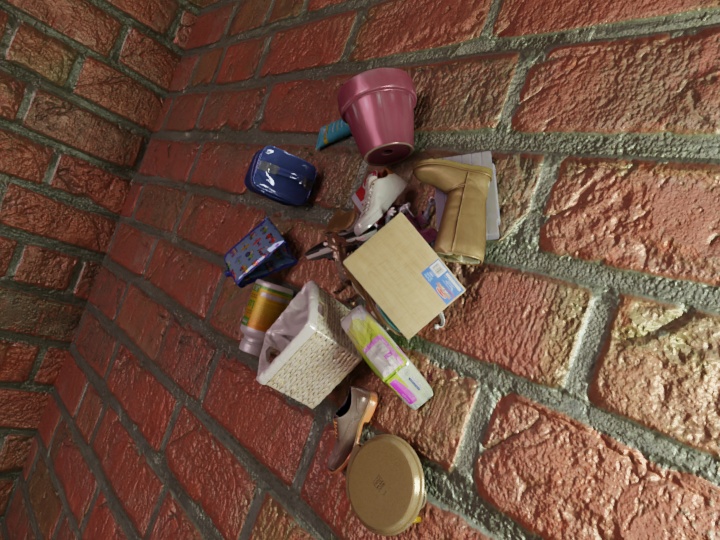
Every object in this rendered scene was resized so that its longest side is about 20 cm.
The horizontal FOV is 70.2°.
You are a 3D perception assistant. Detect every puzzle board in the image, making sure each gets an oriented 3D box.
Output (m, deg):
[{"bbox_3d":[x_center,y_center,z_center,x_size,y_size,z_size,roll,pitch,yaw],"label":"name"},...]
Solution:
[{"bbox_3d":[0.085,0.011,0.998,0.151,0.200,0.017,-40,3,-1],"label":"puzzle board"}]

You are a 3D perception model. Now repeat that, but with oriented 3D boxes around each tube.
[{"bbox_3d":[-0.065,-0.416,1.514,0.200,0.050,0.078,-7,61,49],"label":"tube"}]

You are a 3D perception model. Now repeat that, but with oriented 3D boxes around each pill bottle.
[{"bbox_3d":[-0.270,0.134,1.438,0.111,0.111,0.201,13,83,47],"label":"pill bottle"}]

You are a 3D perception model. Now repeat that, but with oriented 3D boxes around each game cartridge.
[{"bbox_3d":[0.223,-0.153,1.081,0.129,0.038,0.201,-4,68,12],"label":"game cartridge"}]

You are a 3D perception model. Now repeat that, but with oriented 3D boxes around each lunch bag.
[{"bbox_3d":[-0.227,-0.271,1.509,0.132,0.200,0.136,15,86,66],"label":"lunch bag"},{"bbox_3d":[-0.312,-0.040,1.503,0.200,0.094,0.151,-32,45,-9],"label":"lunch bag"}]

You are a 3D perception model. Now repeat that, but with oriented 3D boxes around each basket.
[{"bbox_3d":[-0.114,0.170,1.189,0.200,0.161,0.198,-49,20,20],"label":"basket"}]

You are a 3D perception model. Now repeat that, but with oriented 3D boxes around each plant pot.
[{"bbox_3d":[0.053,-0.369,1.278,0.200,0.200,0.180,-20,76,39],"label":"plant pot"}]

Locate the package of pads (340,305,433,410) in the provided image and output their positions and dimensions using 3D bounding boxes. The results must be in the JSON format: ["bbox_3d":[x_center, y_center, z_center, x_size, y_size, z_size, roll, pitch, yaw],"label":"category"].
[{"bbox_3d":[0.050,0.176,1.058,0.068,0.155,0.200,-40,45,-2],"label":"package of pads"}]

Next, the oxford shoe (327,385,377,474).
[{"bbox_3d":[-0.036,0.347,1.128,0.200,0.073,0.071,-66,19,-4],"label":"oxford shoe"}]

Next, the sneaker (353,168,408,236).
[{"bbox_3d":[0.026,-0.160,1.183,0.200,0.085,0.073,-53,7,-34],"label":"sneaker"}]

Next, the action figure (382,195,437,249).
[{"bbox_3d":[0.120,-0.083,1.168,0.200,0.134,0.149,-112,19,-48],"label":"action figure"}]

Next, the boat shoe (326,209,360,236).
[{"bbox_3d":[-0.033,-0.114,1.335,0.071,0.069,0.200,-63,21,-2],"label":"boat shoe"}]

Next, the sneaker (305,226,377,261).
[{"bbox_3d":[-0.030,-0.025,1.253,0.199,0.121,0.084,-15,18,26],"label":"sneaker"}]

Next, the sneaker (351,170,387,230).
[{"bbox_3d":[0.052,-0.175,1.271,0.113,0.071,0.200,-54,42,19],"label":"sneaker"}]

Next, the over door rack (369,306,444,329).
[{"bbox_3d":[0.079,0.039,1.083,0.147,0.067,0.200,-5,114,43],"label":"over door rack"}]

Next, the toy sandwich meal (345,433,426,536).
[{"bbox_3d":[0.053,0.427,1.027,0.205,0.070,0.206,-18,61,35],"label":"toy sandwich meal"}]

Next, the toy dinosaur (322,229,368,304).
[{"bbox_3d":[0.000,0.000,1.167,0.086,0.200,0.136,-5,57,46],"label":"toy dinosaur"}]

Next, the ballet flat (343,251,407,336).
[{"bbox_3d":[0.029,0.053,1.049,0.200,0.068,0.072,52,148,2],"label":"ballet flat"}]

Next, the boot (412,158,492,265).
[{"bbox_3d":[0.173,-0.121,1.029,0.175,0.066,0.201,8,72,18],"label":"boot"}]
